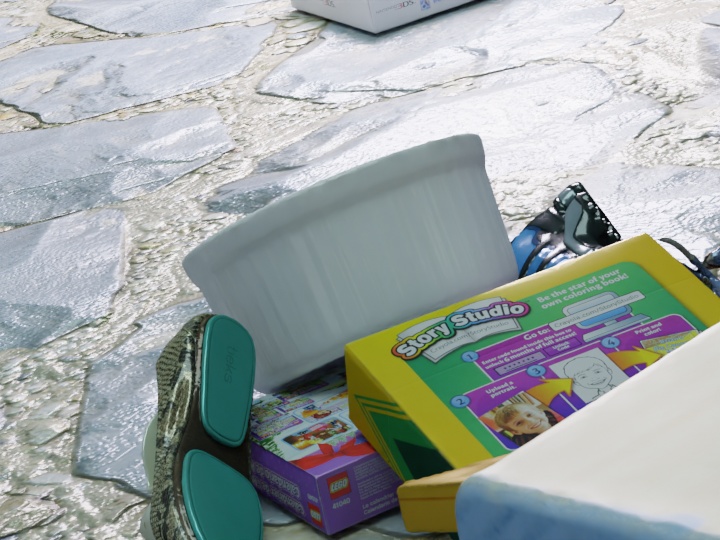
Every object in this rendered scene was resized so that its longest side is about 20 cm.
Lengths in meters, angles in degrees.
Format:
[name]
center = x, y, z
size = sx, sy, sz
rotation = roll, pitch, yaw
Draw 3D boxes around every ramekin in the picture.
[ramekin]
center = 0.000, 0.000, 1.548
size = 0.199, 0.098, 0.200
rotation = -23, -5, -2

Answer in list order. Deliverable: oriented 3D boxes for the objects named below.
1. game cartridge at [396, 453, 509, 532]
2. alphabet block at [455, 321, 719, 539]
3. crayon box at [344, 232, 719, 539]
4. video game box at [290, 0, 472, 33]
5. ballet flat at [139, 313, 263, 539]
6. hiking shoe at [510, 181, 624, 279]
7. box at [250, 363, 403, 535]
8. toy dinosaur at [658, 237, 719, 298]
[game cartridge]
center = 0.132, 0.088, 1.186
size = 0.199, 0.033, 0.176
rotation = -10, -3, -21
[alphabet block]
center = 0.182, 0.142, 0.989
size = 0.199, 0.198, 0.195
rotation = -27, 25, -36
[crayon box]
center = 0.117, 0.071, 1.369
size = 0.199, 0.059, 0.173
rotation = -19, 37, -20
[video game box]
center = 0.046, -0.292, 2.498
size = 0.181, 0.047, 0.200
rotation = -18, 20, -21
[ballet flat]
center = -0.093, 0.112, 1.413
size = 0.075, 0.068, 0.201
rotation = -39, 35, 29
[hiking shoe]
center = 0.133, 0.023, 1.571
size = 0.087, 0.074, 0.200
rotation = -37, 20, 11
[box]
center = 0.031, 0.084, 1.477
size = 0.199, 0.039, 0.137
rotation = -21, 20, -23
[toy dinosaur]
center = 0.240, 0.011, 1.545
size = 0.105, 0.201, 0.181
rotation = -36, -19, 22
